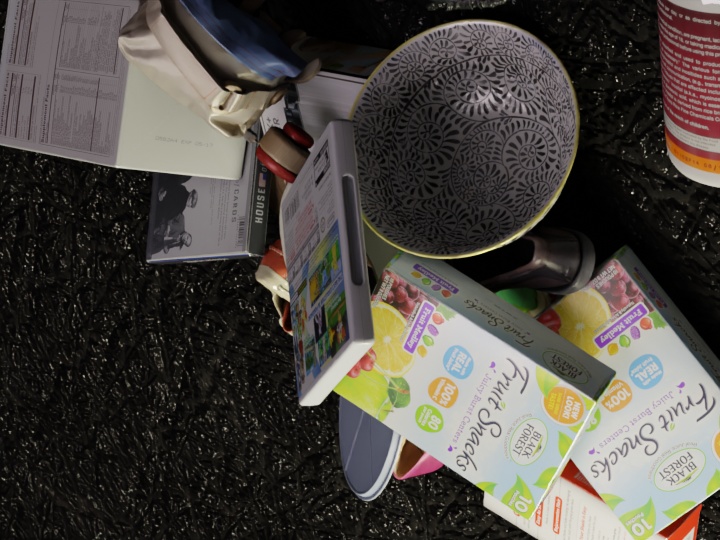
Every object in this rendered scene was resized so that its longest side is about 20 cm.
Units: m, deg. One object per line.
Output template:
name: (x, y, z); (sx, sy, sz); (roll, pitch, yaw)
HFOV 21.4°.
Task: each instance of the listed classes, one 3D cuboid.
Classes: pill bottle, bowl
pill bottle: (0.259, -0.167, 1.301); (0.112, 0.113, 0.201); (20, 134, 38)
bowl: (0.094, -0.092, 1.540); (0.200, 0.202, 0.094); (30, 178, 30)

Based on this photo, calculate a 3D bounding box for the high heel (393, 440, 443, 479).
high heel: (0.072, 0.108, 1.770); (0.067, 0.096, 0.201); (37, 142, 22)

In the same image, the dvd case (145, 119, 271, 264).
dvd case: (-0.146, -0.085, 1.844); (0.199, 0.025, 0.152); (-3, 81, 55)

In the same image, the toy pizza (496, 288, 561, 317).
toy pizza: (0.134, 0.065, 1.664); (0.199, 0.032, 0.202); (15, 116, 32)

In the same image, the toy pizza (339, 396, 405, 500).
toy pizza: (0.022, 0.118, 1.812); (0.200, 0.031, 0.202); (-173, 90, -74)

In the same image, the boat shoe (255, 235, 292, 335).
boat shoe: (-0.056, 0.031, 1.840); (0.071, 0.063, 0.200); (29, 161, 23)

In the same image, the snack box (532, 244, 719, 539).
snack box: (0.224, 0.102, 1.571); (0.142, 0.053, 0.201); (-39, 87, 25)

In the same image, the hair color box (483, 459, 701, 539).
hair color box: (0.207, 0.211, 1.730); (0.199, 0.061, 0.102); (29, 138, 30)

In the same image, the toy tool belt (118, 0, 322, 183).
toy tool belt: (-0.097, -0.180, 1.612); (0.199, 0.123, 0.125); (38, -170, -8)

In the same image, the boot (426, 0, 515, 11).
boot: (0.047, -0.274, 1.436); (0.196, 0.073, 0.164); (-12, 114, 18)

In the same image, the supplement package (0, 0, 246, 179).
supplement package: (-0.221, -0.175, 1.781); (0.199, 0.151, 0.152); (12, 96, 44)

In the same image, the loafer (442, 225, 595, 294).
loafer: (0.106, -0.014, 1.588); (0.199, 0.063, 0.073); (-1, 80, 50)

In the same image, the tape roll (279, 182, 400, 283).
tape roll: (0.000, 0.000, 1.672); (0.202, 0.037, 0.204); (36, 139, 40)

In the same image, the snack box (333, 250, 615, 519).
snack box: (0.089, 0.089, 1.553); (0.199, 0.053, 0.143); (33, 129, 11)

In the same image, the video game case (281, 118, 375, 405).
video game case: (-0.029, -0.002, 1.558); (0.200, 0.022, 0.184); (129, 137, -67)

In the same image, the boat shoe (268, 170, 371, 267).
boat shoe: (-0.003, -0.058, 1.745); (0.199, 0.065, 0.073); (23, 126, 40)

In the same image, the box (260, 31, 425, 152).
box: (-0.004, -0.136, 1.683); (0.199, 0.060, 0.118); (17, 131, 42)
